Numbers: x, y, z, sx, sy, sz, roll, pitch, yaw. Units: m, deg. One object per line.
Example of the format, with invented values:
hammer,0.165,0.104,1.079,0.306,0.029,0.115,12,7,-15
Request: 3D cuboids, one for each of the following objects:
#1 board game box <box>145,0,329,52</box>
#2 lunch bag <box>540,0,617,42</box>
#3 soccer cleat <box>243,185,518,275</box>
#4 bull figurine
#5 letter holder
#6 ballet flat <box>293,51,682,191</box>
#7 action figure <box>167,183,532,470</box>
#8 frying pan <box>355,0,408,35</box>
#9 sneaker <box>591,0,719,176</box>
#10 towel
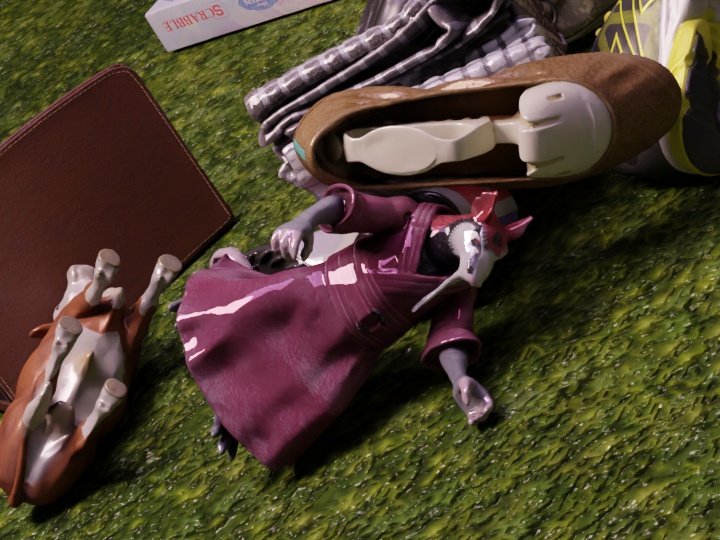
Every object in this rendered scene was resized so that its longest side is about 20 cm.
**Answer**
board game box,-0.052,-0.271,1.919,0.200,0.041,0.200,-13,31,40
lunch bag,0.122,-0.241,1.513,0.168,0.139,0.200,-55,22,9
soccer cleat,0.000,0.000,1.308,0.200,0.068,0.073,-23,-3,38
bull figurine,-0.162,0.052,1.374,0.121,0.065,0.200,-58,13,39
letter holder,-0.209,-0.028,1.514,0.200,0.142,0.101,-44,25,-24
ballet flat,0.062,-0.069,1.178,0.200,0.068,0.072,-3,14,8
action figure,0.006,0.019,1.204,0.200,0.134,0.149,-30,8,18
frying pan,0.025,-0.165,1.527,0.190,0.031,0.115,172,117,-81
sneaker,0.162,-0.142,1.257,0.085,0.074,0.200,-12,62,42
towel,0.034,-0.102,1.319,0.165,0.086,0.200,-27,-10,11
